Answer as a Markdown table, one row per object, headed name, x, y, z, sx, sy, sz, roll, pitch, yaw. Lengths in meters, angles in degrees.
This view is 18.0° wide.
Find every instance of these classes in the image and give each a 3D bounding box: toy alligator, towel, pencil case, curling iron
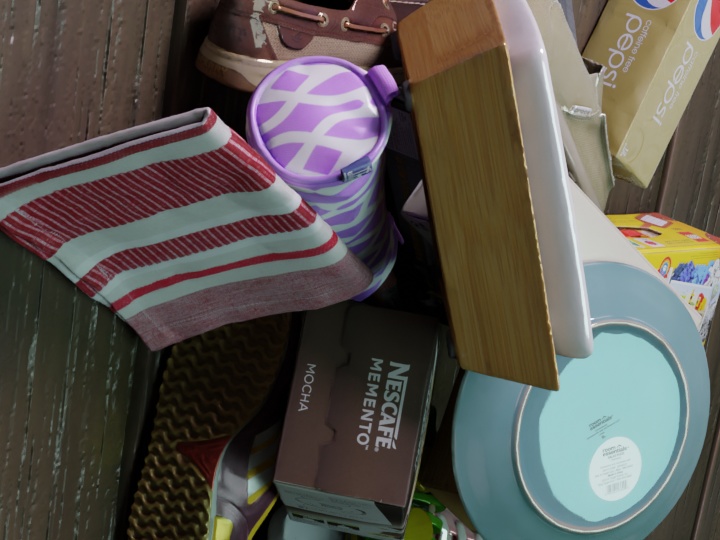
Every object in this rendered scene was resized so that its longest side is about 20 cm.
| name | x | y | z | sx | sy | sz | roll | pitch | yaw |
| --- | --- | --- | --- | --- | --- | --- | --- | --- | --- |
| toy alligator | 0.037 | 0.134 | 1.514 | 0.054 | 0.059 | 0.202 | 29 | 62 | -32 |
| towel | -0.096 | -0.017 | 1.215 | 0.200 | 0.143 | 0.023 | 45 | 34 | -55 |
| pencil case | -0.018 | -0.049 | 1.288 | 0.085 | 0.084 | 0.200 | -33 | 161 | -13 |
| curling iron | 0.000 | 0.000 | 1.447 | 0.026 | 0.049 | 0.200 | -54 | 140 | -20 |

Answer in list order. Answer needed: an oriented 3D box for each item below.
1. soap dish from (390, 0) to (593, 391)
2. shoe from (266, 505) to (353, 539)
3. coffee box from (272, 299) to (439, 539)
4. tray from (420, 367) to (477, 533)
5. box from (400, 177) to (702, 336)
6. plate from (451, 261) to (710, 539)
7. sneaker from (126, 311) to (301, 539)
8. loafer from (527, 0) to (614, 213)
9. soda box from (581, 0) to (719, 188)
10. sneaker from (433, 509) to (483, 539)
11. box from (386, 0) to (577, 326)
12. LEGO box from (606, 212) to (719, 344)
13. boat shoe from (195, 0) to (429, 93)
| name | x | y | z | sx | sy | sz | roll | pitch | yaw |
| --- | --- | --- | --- | --- | --- | --- | --- | --- | --- |
| soap dish | 0.072 | -0.050 | 1.271 | 0.158 | 0.080 | 0.202 | -97 | 177 | -69 |
| shoe | -0.021 | 0.241 | 1.539 | 0.200 | 0.091 | 0.072 | 52 | 45 | -22 |
| coffee box | 0.000 | 0.093 | 1.371 | 0.200 | 0.079 | 0.114 | 83 | 18 | -78 |
| tray | 0.104 | 0.068 | 1.514 | 0.099 | 0.037 | 0.201 | 47 | 59 | -56 |
| box | 0.122 | -0.002 | 1.437 | 0.200 | 0.068 | 0.082 | 45 | 75 | -30 |
| plate | 0.145 | 0.095 | 1.416 | 0.199 | 0.026 | 0.202 | -7 | 103 | -30 |
| sneaker | -0.077 | 0.093 | 1.372 | 0.090 | 0.075 | 0.201 | -4 | 119 | -64 |
| loafer | 0.125 | -0.104 | 1.437 | 0.068 | 0.075 | 0.200 | -49 | 143 | -15 |
| soda box | 0.210 | -0.166 | 1.625 | 0.068 | 0.064 | 0.201 | 34 | 80 | -57 |
| sneaker | 0.056 | 0.191 | 1.586 | 0.076 | 0.104 | 0.200 | -61 | 146 | -6 |
| box | 0.086 | -0.083 | 1.510 | 0.158 | 0.048 | 0.201 | -46 | 143 | -30 |
| LEGO box | 0.184 | 0.040 | 1.701 | 0.199 | 0.077 | 0.150 | -5 | 114 | -54 |
| boat shoe | -0.012 | -0.149 | 1.311 | 0.199 | 0.072 | 0.073 | -10 | 120 | -46 |
